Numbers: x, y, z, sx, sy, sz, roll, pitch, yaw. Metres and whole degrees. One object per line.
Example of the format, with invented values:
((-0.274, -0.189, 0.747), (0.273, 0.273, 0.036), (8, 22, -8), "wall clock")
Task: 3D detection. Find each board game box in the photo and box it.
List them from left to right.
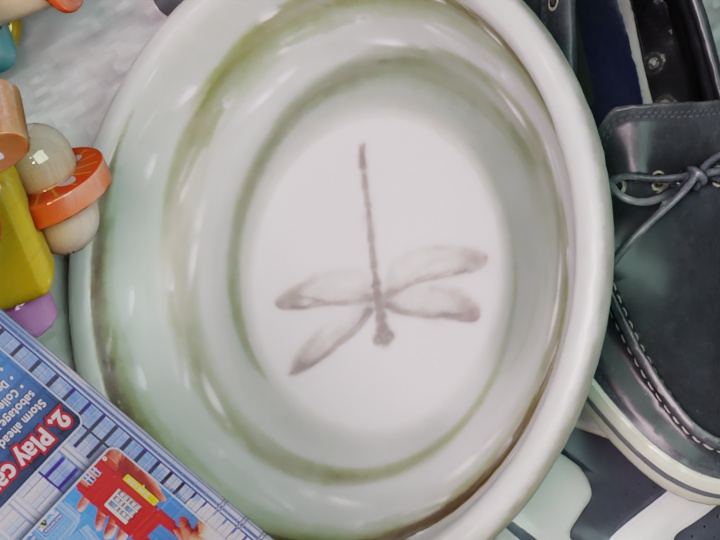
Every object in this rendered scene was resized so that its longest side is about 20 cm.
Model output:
((-0.092, 0.089, 0.763), (0.199, 0.201, 0.062), (32, 56, 17), "board game box")

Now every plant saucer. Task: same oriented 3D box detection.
((0.000, 0.000, 0.880), (0.050, 0.199, 0.202), (7, 73, -53), "plant saucer")

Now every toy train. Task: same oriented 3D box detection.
((-0.111, -0.066, 0.838), (0.055, 0.151, 0.201), (-18, 51, 4), "toy train")

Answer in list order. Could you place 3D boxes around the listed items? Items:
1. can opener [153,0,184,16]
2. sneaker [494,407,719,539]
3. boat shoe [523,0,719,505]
((0.028, -0.125, 0.960), (0.199, 0.067, 0.054), (-11, 81, -21), "can opener")
((0.074, 0.037, 0.941), (0.129, 0.079, 0.200), (0, 66, -32), "sneaker")
((0.087, -0.028, 0.892), (0.074, 0.062, 0.201), (-1, 69, -34), "boat shoe")
